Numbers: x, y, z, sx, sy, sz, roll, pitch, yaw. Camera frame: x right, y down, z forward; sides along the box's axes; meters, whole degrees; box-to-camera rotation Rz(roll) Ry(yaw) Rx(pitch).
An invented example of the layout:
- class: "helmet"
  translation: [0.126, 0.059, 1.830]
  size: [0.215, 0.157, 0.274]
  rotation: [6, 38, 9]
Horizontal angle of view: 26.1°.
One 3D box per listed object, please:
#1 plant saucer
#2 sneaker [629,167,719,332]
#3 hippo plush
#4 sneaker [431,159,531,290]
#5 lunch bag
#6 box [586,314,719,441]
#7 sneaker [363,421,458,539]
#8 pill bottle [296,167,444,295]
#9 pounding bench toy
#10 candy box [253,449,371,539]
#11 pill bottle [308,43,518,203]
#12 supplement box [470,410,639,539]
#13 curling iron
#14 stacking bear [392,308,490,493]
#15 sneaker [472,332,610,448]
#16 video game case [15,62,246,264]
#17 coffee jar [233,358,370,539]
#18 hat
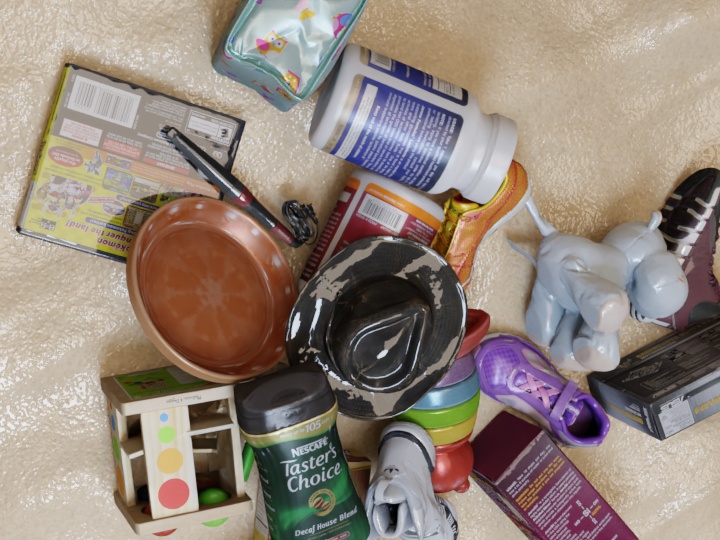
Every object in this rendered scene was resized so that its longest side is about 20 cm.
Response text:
- class: "plant saucer"
  translation: [-0.153, 0.021, 1.598]
  size: [0.199, 0.032, 0.201]
  rotation: [18, 58, -32]
- class: "sneaker"
  translation: [0.403, -0.017, 1.848]
  size: [0.115, 0.076, 0.201]
  rotation: [23, 100, -26]
- class: "hippo plush"
  translation: [0.278, 0.015, 1.772]
  size: [0.160, 0.200, 0.160]
  rotation: [-17, 148, -27]
- class: "sneaker"
  translation: [0.106, -0.044, 1.714]
  size: [0.077, 0.073, 0.201]
  rotation: [30, 94, -46]
- class: "lunch bag"
  translation: [-0.060, -0.275, 1.580]
  size: [0.122, 0.170, 0.201]
  rotation: [30, 88, -10]
- class: "box"
  translation: [0.386, 0.118, 1.807]
  size: [0.199, 0.158, 0.049]
  rotation: [-25, 105, -14]
- class: "sneaker"
  translation: [0.051, 0.273, 1.687]
  size: [0.075, 0.115, 0.201]
  rotation: [-2, 124, 20]
- class: "pill bottle"
  translation: [0.000, 0.000, 1.676]
  size: [0.113, 0.113, 0.201]
  rotation: [28, 89, -21]
- class: "pounding bench toy"
  translation: [-0.158, 0.185, 1.639]
  size: [0.199, 0.124, 0.157]
  rotation: [-9, 101, -18]
- class: "candy box"
  translation: [-0.058, 0.301, 1.730]
  size: [0.116, 0.056, 0.201]
  rotation: [4, 99, -21]
- class: "pill bottle"
  translation: [0.056, -0.148, 1.616]
  size: [0.199, 0.116, 0.116]
  rotation: [21, 91, -10]
- class: "supplement box"
  translation: [0.219, 0.267, 1.796]
  size: [0.086, 0.110, 0.200]
  rotation: [-45, 110, -9]
- class: "curling iron"
  translation: [-0.125, -0.089, 1.643]
  size: [0.200, 0.026, 0.050]
  rotation: [34, 63, -21]
- class: "stacking bear"
  translation: [0.084, 0.154, 1.732]
  size: [0.121, 0.114, 0.201]
  rotation: [3, 114, 20]
- class: "sneaker"
  translation: [0.214, 0.143, 1.788]
  size: [0.200, 0.088, 0.081]
  rotation: [35, 87, -20]
- class: "video game case"
  translation: [-0.238, -0.099, 1.621]
  size: [0.199, 0.025, 0.182]
  rotation: [16, 92, -23]
- class: "coffee jar"
  translation: [-0.060, 0.194, 1.579]
  size: [0.104, 0.085, 0.201]
  rotation: [-19, 112, -11]
- class: "hat"
  translation: [0.024, 0.064, 1.588]
  size: [0.199, 0.081, 0.202]
  rotation: [-2, 98, -11]
